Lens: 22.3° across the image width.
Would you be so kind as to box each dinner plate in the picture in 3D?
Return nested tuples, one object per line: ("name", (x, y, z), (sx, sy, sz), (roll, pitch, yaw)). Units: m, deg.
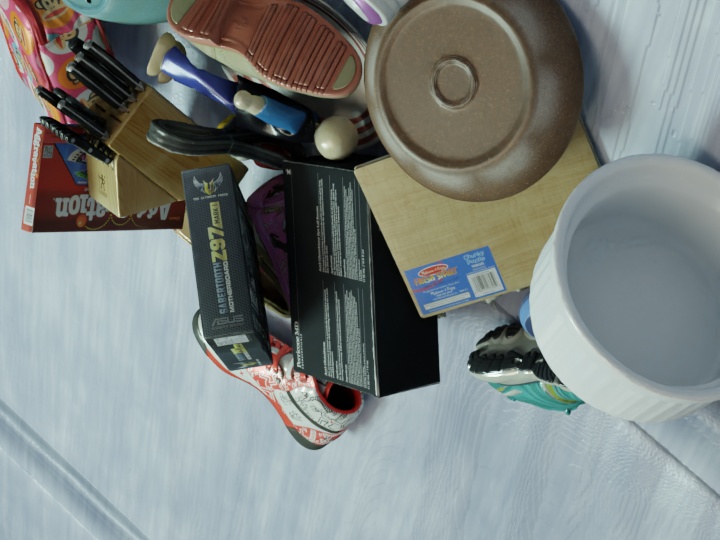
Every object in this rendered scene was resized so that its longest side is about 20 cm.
("dinner plate", (-0.052, -0.189, 1.643), (0.199, 0.024, 0.201), (28, 148, 19))

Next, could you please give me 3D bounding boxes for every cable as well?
("cable", (-0.122, -0.109, 1.689), (0.097, 0.200, 0.051), (37, 115, 16))

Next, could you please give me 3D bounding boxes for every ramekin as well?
("ramekin", (0.227, 0.020, 1.418), (0.200, 0.200, 0.098), (44, 152, 6))

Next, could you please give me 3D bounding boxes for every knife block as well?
("knife block", (-0.204, -0.149, 1.716), (0.064, 0.199, 0.177), (33, 131, 45))

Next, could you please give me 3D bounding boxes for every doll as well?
("doll", (-0.094, -0.149, 1.644), (0.199, 0.049, 0.136), (26, 180, 9))

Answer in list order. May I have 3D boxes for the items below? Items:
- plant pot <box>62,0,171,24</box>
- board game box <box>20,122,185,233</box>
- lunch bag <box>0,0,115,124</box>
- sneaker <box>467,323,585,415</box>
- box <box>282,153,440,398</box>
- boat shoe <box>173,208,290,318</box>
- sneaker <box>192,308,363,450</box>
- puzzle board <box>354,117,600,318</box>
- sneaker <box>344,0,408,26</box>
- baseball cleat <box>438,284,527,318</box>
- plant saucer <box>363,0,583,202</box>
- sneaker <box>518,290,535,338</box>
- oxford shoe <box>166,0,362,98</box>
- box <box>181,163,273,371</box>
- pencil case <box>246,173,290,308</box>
("plant pot", (-0.212, -0.300, 1.637), (0.199, 0.135, 0.201), (27, 139, 26))
("board game box", (-0.243, -0.090, 1.784), (0.019, 0.199, 0.104), (18, 104, 38))
("lunch bag", (-0.309, -0.243, 1.803), (0.176, 0.081, 0.201), (53, 164, 36))
("sneaker", (0.187, 0.090, 1.643), (0.199, 0.078, 0.080), (2, 144, 51))
("box", (0.000, 0.000, 1.658), (0.141, 0.078, 0.202), (12, 108, 52))
("boat shoe", (-0.124, -0.016, 1.860), (0.199, 0.066, 0.074), (27, 139, 28))
("sneaker", (-0.082, 0.094, 1.919), (0.201, 0.067, 0.108), (46, 143, -2))
("puzzle board", (0.112, -0.053, 1.546), (0.199, 0.017, 0.152), (-18, 112, 21))
("sneaker", (-0.005, -0.287, 1.496), (0.200, 0.099, 0.075), (52, -177, 28))
("baseball cleat", (0.080, -0.011, 1.666), (0.199, 0.069, 0.107), (-19, 93, 49))
("plant saucer", (0.082, -0.153, 1.472), (0.199, 0.037, 0.202), (6, 103, 28))
("sneaker", (0.214, 0.058, 1.535), (0.199, 0.083, 0.074), (7, 148, 36))
("oxford shoe", (-0.073, -0.194, 1.584), (0.199, 0.071, 0.074), (29, 173, 28))
("box", (-0.124, 0.001, 1.717), (0.200, 0.051, 0.159), (81, -179, -79))
("pencil case", (-0.043, -0.001, 1.766), (0.082, 0.087, 0.201), (-12, 113, 20))
